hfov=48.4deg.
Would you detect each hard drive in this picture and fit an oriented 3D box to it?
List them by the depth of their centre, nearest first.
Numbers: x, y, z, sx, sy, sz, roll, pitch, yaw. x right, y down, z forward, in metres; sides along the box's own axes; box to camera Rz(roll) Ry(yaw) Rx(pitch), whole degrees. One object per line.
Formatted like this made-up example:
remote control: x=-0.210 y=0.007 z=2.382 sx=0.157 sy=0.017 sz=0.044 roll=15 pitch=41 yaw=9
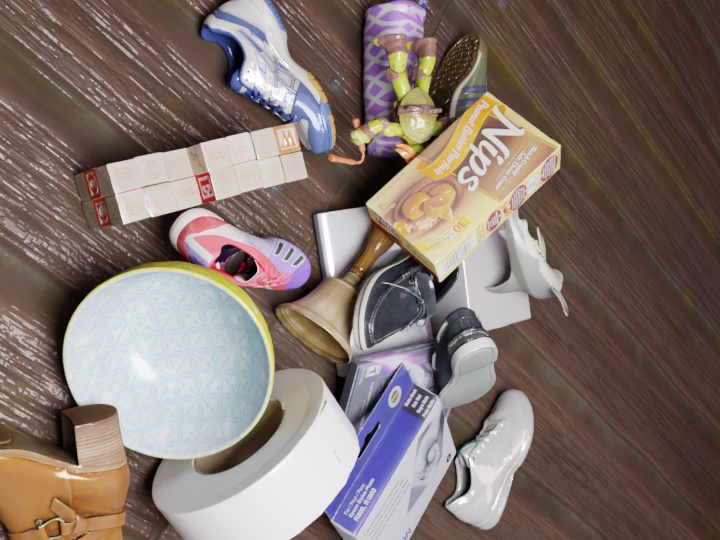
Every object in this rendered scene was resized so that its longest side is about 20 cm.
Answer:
hard drive: x=0.019 y=0.020 z=1.001 sx=0.132 sy=0.025 sz=0.201 roll=-10 pitch=95 yaw=-23

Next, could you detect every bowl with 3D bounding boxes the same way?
bowl: x=-0.175 y=0.072 z=0.790 sx=0.108 sy=0.200 sz=0.201 roll=-81 pitch=147 yaw=-69

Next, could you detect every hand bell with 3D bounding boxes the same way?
hand bell: x=0.000 y=0.000 z=0.943 sx=0.104 sy=0.104 sz=0.200 roll=48 pitch=65 yaw=-27

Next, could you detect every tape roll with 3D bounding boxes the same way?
tape roll: x=-0.104 y=0.189 z=0.798 sx=0.202 sy=0.202 sz=0.071 roll=-44 pitch=114 yaw=-32

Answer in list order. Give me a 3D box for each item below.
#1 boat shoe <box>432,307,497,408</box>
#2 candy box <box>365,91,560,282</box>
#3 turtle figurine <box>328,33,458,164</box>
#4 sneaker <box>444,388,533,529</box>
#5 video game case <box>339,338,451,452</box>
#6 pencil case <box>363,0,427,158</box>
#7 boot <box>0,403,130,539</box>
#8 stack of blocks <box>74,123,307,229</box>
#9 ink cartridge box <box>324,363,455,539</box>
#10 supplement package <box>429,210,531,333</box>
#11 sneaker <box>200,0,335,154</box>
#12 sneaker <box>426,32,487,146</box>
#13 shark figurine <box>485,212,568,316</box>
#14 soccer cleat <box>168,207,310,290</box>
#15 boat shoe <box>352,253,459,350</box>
boat shoe: x=0.124 y=0.109 z=0.969 sx=0.075 sy=0.200 sz=0.060 roll=-14 pitch=61 yaw=-13
candy box: x=0.118 y=-0.097 z=0.915 sx=0.200 sy=0.115 sz=0.055 roll=-43 pitch=155 yaw=-9
turtle figurine: x=0.052 y=-0.192 z=0.942 sx=0.199 sy=0.064 sz=0.162 roll=-6 pitch=93 yaw=-25
sneaker: x=0.175 y=0.251 z=1.114 sx=0.088 sy=0.075 sz=0.201 roll=28 pitch=71 yaw=-22
video game case: x=0.053 y=0.154 z=1.003 sx=0.200 sy=0.019 sz=0.143 roll=-8 pitch=124 yaw=-39
pencil case: x=0.046 y=-0.243 z=1.026 sx=0.085 sy=0.084 sz=0.201 roll=6 pitch=85 yaw=-60
boot: x=-0.306 y=0.213 z=0.717 sx=0.199 sy=0.074 sz=0.155 roll=-5 pitch=105 yaw=-25
stack of blocks: x=-0.169 y=-0.096 z=0.815 sx=0.200 sy=0.115 sz=0.059 roll=-20 pitch=100 yaw=-38
ink cartridge box: x=0.042 y=0.247 z=0.969 sx=0.200 sy=0.041 sz=0.200 roll=-55 pitch=144 yaw=-26
supplement package: x=0.131 y=-0.024 z=1.055 sx=0.121 sy=0.120 sz=0.201 roll=-10 pitch=94 yaw=-39
sneaker: x=-0.106 y=-0.210 z=0.909 sx=0.088 sy=0.075 sz=0.200 roll=-37 pitch=102 yaw=-26
sneaker: x=0.143 y=-0.224 z=1.117 sx=0.090 sy=0.067 sz=0.201 roll=37 pitch=65 yaw=-40
shark figurine: x=0.185 y=-0.013 z=0.976 sx=0.215 sy=0.089 sz=0.128 roll=53 pitch=24 yaw=-35
soccer cleat: x=-0.114 y=-0.005 z=0.855 sx=0.068 sy=0.073 sz=0.200 roll=-52 pitch=144 yaw=10
boat shoe: x=0.054 y=0.029 z=0.921 sx=0.200 sy=0.062 sz=0.075 roll=-37 pitch=129 yaw=-50
